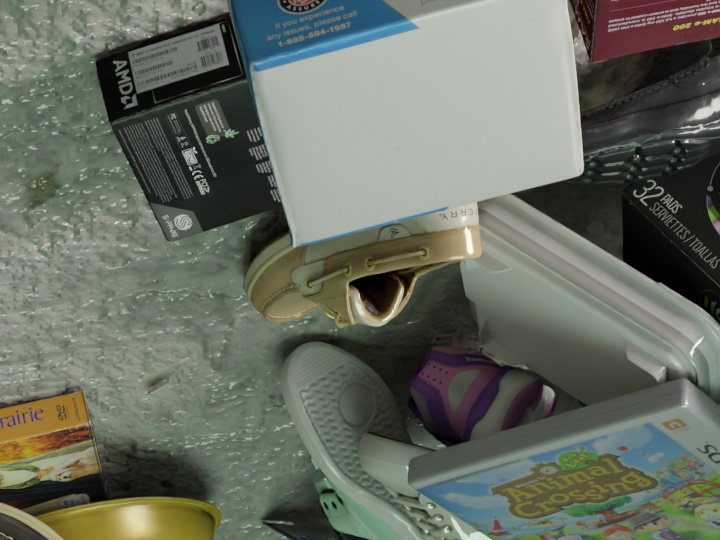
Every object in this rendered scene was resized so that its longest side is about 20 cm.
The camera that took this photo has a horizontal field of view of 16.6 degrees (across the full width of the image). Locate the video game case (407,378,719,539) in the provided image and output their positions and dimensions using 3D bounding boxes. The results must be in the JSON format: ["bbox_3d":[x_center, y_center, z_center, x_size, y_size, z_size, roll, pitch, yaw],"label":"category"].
[{"bbox_3d":[0.161,0.136,1.522,0.200,0.022,0.182,-19,142,33],"label":"video game case"}]

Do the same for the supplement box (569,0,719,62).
[{"bbox_3d":[0.169,-0.201,1.282,0.109,0.061,0.200,-10,145,-7],"label":"supplement box"}]

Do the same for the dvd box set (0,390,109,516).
[{"bbox_3d":[-0.269,0.147,1.630,0.200,0.029,0.146,-12,146,-7],"label":"dvd box set"}]

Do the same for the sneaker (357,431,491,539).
[{"bbox_3d":[0.070,0.173,1.614,0.200,0.085,0.073,31,168,-32],"label":"sneaker"}]

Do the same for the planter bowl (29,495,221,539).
[{"bbox_3d":[-0.185,0.228,1.696,0.200,0.084,0.200,-13,160,-5],"label":"planter bowl"}]

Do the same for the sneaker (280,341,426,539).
[{"bbox_3d":[-0.016,0.127,1.668,0.118,0.074,0.201,1,136,51],"label":"sneaker"}]

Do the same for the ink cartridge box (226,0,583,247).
[{"bbox_3d":[0.008,-0.145,1.170,0.147,0.200,0.145,-15,144,-1],"label":"ink cartridge box"}]

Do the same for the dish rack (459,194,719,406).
[{"bbox_3d":[0.138,0.042,1.507,0.044,0.200,0.172,-48,154,-18],"label":"dish rack"}]

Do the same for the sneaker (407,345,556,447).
[{"bbox_3d":[0.077,0.094,1.664,0.088,0.081,0.200,26,170,13],"label":"sneaker"}]

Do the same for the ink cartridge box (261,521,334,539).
[{"bbox_3d":[0.032,0.218,1.802,0.200,0.099,0.039,9,96,-30],"label":"ink cartridge box"}]

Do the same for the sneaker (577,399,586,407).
[{"bbox_3d":[0.244,0.075,1.703,0.200,0.074,0.082,-9,150,-6],"label":"sneaker"}]

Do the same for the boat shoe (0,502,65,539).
[{"bbox_3d":[-0.204,0.216,1.592,0.200,0.065,0.073,33,102,-9],"label":"boat shoe"}]

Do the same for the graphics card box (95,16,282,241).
[{"bbox_3d":[-0.033,-0.094,1.362,0.200,0.051,0.126,-19,147,2],"label":"graphics card box"}]

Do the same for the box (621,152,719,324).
[{"bbox_3d":[0.273,0.009,1.467,0.148,0.200,0.124,-36,150,-16],"label":"box"}]

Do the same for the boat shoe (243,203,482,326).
[{"bbox_3d":[0.000,0.000,1.460,0.074,0.069,0.200,-8,165,-38],"label":"boat shoe"}]

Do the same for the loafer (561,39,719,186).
[{"bbox_3d":[0.195,-0.101,1.428,0.200,0.071,0.068,-17,163,-7],"label":"loafer"}]
